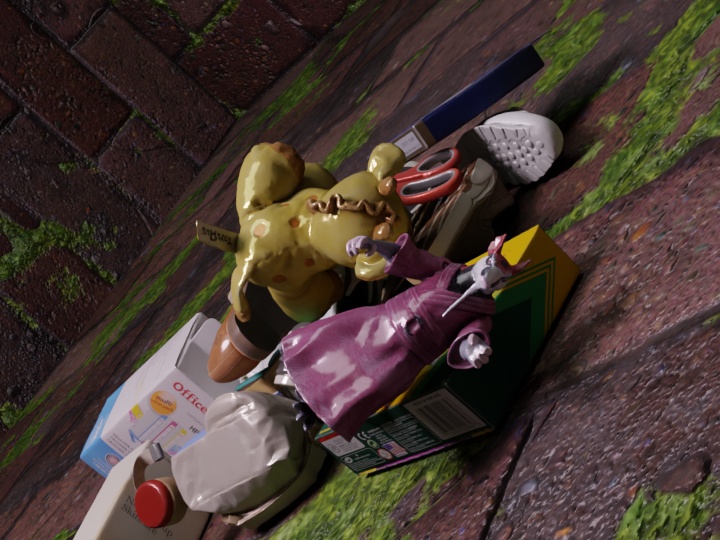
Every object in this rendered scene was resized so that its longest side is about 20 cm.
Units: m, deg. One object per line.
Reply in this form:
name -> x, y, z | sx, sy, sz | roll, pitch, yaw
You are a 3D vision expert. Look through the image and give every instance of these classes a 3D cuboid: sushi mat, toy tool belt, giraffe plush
sushi mat -> 0.053, -0.031, 1.417 | 0.096, 0.012, 0.200 | -57, -5, -22
toy tool belt -> -0.110, 0.184, 1.321 | 0.200, 0.125, 0.123 | -36, -19, 33
giraffe plush -> -0.024, -0.041, 1.247 | 0.162, 0.173, 0.200 | -10, 1, 28

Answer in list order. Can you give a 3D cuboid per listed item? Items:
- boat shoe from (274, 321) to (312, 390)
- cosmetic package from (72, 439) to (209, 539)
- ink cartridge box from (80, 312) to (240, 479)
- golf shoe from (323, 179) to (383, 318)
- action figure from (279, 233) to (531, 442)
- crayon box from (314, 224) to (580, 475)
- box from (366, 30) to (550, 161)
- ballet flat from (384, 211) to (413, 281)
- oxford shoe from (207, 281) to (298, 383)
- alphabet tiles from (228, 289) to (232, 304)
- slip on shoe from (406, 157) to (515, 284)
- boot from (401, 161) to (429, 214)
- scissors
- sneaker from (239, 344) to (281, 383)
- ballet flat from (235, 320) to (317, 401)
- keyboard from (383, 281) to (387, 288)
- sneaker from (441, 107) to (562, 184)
boat shoe -> -0.027, 0.088, 1.243 | 0.200, 0.067, 0.057 | 44, -121, -75
cosmetic package -> -0.229, 0.279, 1.406 | 0.073, 0.104, 0.200 | -39, 18, 32
ink cartridge box -> -0.195, 0.159, 1.579 | 0.200, 0.129, 0.125 | -43, 15, 25
golf shoe -> 0.000, 0.000, 1.385 | 0.097, 0.078, 0.200 | 146, 128, -71
action figure -> 0.042, 0.050, 1.018 | 0.200, 0.134, 0.149 | -33, -26, 7
crayon box -> 0.069, 0.069, 1.137 | 0.200, 0.058, 0.173 | -30, 22, 54
box -> 0.108, -0.170, 1.421 | 0.200, 0.032, 0.121 | -38, 4, -24
ballet flat -> -0.009, 0.002, 1.509 | 0.064, 0.076, 0.200 | -17, 26, 47
oxford shoe -> -0.110, 0.057, 1.384 | 0.071, 0.071, 0.200 | -47, 0, 19
alphabet tiles -> -0.055, -0.010, 1.601 | 0.200, 0.015, 0.196 | -20, -15, -21
slip on shoe -> 0.096, -0.037, 1.304 | 0.076, 0.061, 0.200 | -44, 7, 31
boot -> 0.012, -0.072, 1.719 | 0.200, 0.072, 0.144 | -31, -3, 15
scissors -> 0.013, -0.075, 1.357 | 0.200, 0.014, 0.073 | -15, 37, 27
sneaker -> -0.101, 0.097, 1.498 | 0.076, 0.080, 0.200 | -24, 45, 51
ballet flat -> -0.064, 0.106, 1.368 | 0.069, 0.063, 0.200 | -31, -6, -30
keyboard -> -0.014, 0.033, 1.553 | 0.104, 0.040, 0.200 | -35, 18, 42
sneaker -> 0.151, -0.133, 1.400 | 0.080, 0.076, 0.200 | -43, 13, -17
